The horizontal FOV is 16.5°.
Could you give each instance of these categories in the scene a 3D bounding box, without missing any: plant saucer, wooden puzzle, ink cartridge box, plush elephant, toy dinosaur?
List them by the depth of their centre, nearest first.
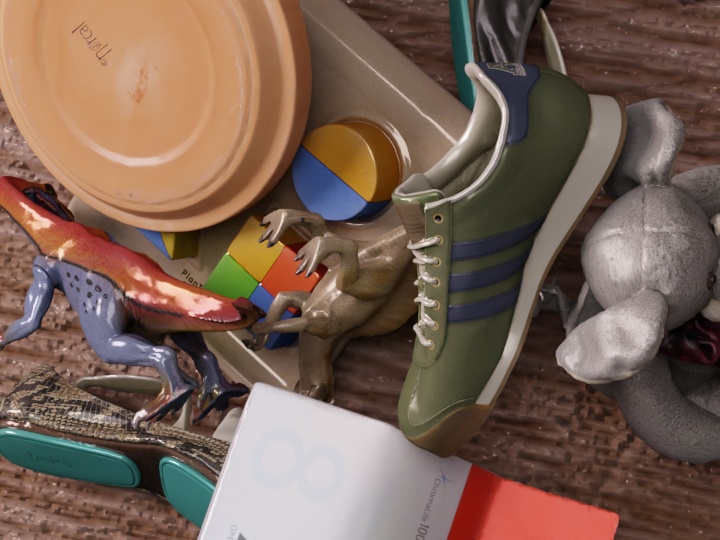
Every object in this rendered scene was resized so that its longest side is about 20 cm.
[{"bbox_3d":[0.164,0.007,1.249,0.200,0.155,0.165,10,75,-4],"label":"plush elephant"},{"bbox_3d":[0.014,0.163,1.255,0.200,0.047,0.160,17,77,10],"label":"ink cartridge box"},{"bbox_3d":[0.000,0.000,1.302,0.200,0.101,0.058,-49,41,25],"label":"toy dinosaur"},{"bbox_3d":[-0.118,-0.115,1.314,0.200,0.032,0.201,12,115,28],"label":"plant saucer"},{"bbox_3d":[-0.129,-0.001,1.327,0.200,0.105,0.182,-46,69,36],"label":"toy dinosaur"},{"bbox_3d":[-0.056,-0.052,1.354,0.185,0.046,0.200,42,108,19],"label":"wooden puzzle"}]

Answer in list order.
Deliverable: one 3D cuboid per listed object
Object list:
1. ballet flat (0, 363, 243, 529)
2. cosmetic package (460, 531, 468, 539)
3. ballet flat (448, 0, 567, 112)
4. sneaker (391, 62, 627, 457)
[{"bbox_3d":[-0.104,0.096,1.349,0.200,0.068,0.075,20,57,17],"label":"ballet flat"},{"bbox_3d":[0.029,0.236,1.287,0.151,0.052,0.200,-32,71,-2],"label":"cosmetic package"},{"bbox_3d":[0.082,-0.073,1.355,0.068,0.068,0.200,3,80,-7],"label":"ballet flat"},{"bbox_3d":[0.048,-0.013,1.226,0.090,0.067,0.200,24,97,-24],"label":"sneaker"}]
